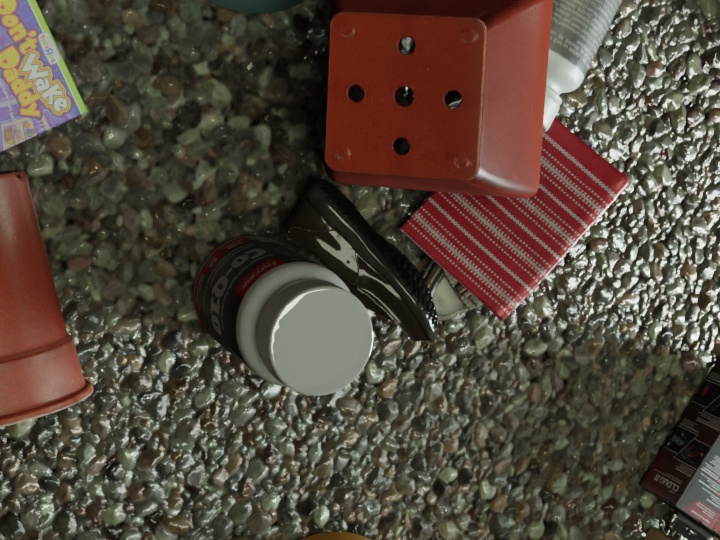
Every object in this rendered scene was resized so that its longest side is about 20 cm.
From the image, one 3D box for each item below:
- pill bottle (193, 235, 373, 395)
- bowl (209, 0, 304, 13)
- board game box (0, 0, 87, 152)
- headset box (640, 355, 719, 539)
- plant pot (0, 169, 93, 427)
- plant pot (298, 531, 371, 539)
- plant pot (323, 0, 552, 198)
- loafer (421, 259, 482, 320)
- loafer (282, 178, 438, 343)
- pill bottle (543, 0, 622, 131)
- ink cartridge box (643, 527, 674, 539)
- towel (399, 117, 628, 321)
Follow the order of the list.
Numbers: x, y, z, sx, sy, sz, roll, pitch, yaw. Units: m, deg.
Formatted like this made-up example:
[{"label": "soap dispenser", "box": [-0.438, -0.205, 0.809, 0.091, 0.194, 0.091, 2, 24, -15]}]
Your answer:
[{"label": "pill bottle", "box": [-0.072, 0.040, 1.227, 0.114, 0.200, 0.114, -5, 103, -23]}, {"label": "bowl", "box": [-0.077, -0.328, 1.200, 0.200, 0.105, 0.201, -5, 104, -22]}, {"label": "board game box", "box": [-0.337, -0.199, 1.146, 0.134, 0.045, 0.200, -29, 111, -16]}, {"label": "headset box", "box": [0.428, 0.224, 1.555, 0.149, 0.075, 0.200, 34, 87, -25]}, {"label": "plant pot", "box": [-0.337, 0.022, 1.124, 0.200, 0.201, 0.196, -10, 97, -21]}, {"label": "plant pot", "box": [-0.005, 0.386, 1.340, 0.200, 0.183, 0.201, -5, 103, -22]}, {"label": "plant pot", "box": [0.058, -0.160, 1.208, 0.199, 0.176, 0.200, 5, 102, 12]}, {"label": "loafer", "box": [0.143, -0.020, 1.384, 0.200, 0.063, 0.072, -40, 113, -11]}, {"label": "loafer", "box": [0.000, 0.000, 1.329, 0.071, 0.073, 0.200, -38, 103, 18]}, {"label": "pill bottle", "box": [0.185, -0.246, 1.327, 0.113, 0.113, 0.200, 26, 89, -26]}, {"label": "ink cartridge box", "box": [0.346, 0.428, 1.564, 0.165, 0.075, 0.200, 41, 84, -26]}, {"label": "towel", "box": [0.156, -0.066, 1.363, 0.145, 0.022, 0.200, 42, 81, 11]}]
